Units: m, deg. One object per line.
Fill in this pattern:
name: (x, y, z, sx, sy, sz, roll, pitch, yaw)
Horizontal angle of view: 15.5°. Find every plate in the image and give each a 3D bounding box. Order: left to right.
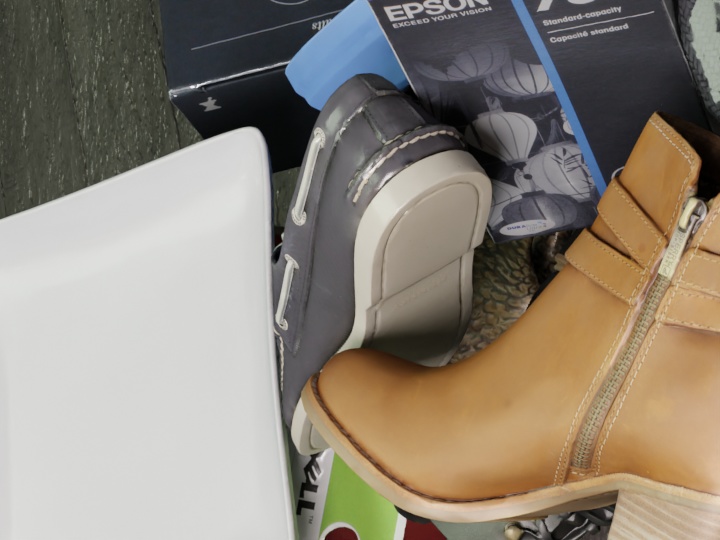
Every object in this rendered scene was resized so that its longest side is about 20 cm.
plate: (-0.103, 0.060, 1.129, 0.199, 0.032, 0.200, -18, 68, 34)

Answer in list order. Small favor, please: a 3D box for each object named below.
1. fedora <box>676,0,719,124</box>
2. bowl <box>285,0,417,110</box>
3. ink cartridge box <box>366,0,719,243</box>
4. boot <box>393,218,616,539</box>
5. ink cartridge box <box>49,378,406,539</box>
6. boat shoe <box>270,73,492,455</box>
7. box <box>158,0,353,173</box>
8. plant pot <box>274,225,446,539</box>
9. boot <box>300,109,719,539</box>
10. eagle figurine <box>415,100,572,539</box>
fedora: (0.164, -0.107, 0.875, 0.200, 0.091, 0.202, -179, 90, -71)
bowl: (0.063, -0.119, 1.051, 0.039, 0.200, 0.201, 56, 157, 1)
ink cartridge box: (0.065, -0.083, 0.930, 0.200, 0.099, 0.039, 58, -152, -50)
boot: (0.103, 0.080, 0.964, 0.139, 0.077, 0.200, -52, 30, 2)
ink cartridge box: (-0.047, 0.134, 1.137, 0.199, 0.076, 0.148, 8, 84, 38)
boat shoe: (0.000, 0.000, 0.994, 0.063, 0.072, 0.200, 55, 154, 22)
box: (-0.017, -0.167, 1.284, 0.107, 0.148, 0.201, 53, -153, -62)
plant pot: (-0.023, 0.082, 1.290, 0.200, 0.200, 0.178, -140, 63, -66)
boot: (0.073, 0.019, 0.898, 0.200, 0.077, 0.156, 26, 107, 42)
eagle figurine: (0.067, -0.003, 1.118, 0.152, 0.150, 0.201, -121, 25, -74)
